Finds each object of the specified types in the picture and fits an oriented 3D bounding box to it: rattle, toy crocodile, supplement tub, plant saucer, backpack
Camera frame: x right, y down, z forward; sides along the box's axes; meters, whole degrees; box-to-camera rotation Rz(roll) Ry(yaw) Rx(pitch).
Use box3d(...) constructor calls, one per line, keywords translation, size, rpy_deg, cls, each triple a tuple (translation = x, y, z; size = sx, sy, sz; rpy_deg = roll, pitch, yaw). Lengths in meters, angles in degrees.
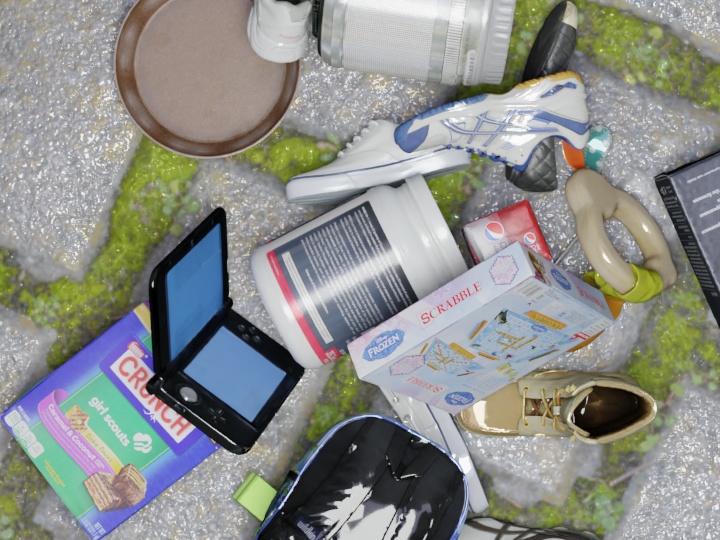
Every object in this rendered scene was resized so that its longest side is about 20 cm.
box3d(translation=(0.232, -0.041, 1.749), size=(0.130, 0.143, 0.201), rpy_deg=(-28, 80, -34), cls="rattle")
box3d(translation=(-0.048, 0.286, 1.760), size=(0.199, 0.062, 0.068), rpy_deg=(34, 78, 4), cls="toy crocodile")
box3d(translation=(0.000, 0.000, 1.710), size=(0.199, 0.140, 0.141), rpy_deg=(-27, 90, 3), cls="supplement tub")
box3d(translation=(-0.160, -0.218, 1.766), size=(0.199, 0.034, 0.202), rpy_deg=(0, 90, 2), cls="plant saucer")
box3d(translation=(0.005, 0.247, 1.663), size=(0.182, 0.147, 0.201), rpy_deg=(32, 85, 3), cls="backpack")

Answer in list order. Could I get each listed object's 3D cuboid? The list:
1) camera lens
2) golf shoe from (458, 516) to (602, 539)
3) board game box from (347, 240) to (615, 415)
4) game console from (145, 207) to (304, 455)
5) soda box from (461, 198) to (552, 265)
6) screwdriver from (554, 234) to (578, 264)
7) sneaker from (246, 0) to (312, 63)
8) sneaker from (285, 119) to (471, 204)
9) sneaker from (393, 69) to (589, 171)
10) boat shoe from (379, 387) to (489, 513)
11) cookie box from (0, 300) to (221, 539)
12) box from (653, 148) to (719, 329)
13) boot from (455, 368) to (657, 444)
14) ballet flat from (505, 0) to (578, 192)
box3d(translation=(0.056, -0.275, 1.693), size=(0.199, 0.160, 0.161), rpy_deg=(9, 91, 2), cls="camera lens")
box3d(translation=(0.158, 0.299, 1.733), size=(0.199, 0.094, 0.078), rpy_deg=(-4, 92, 4), cls="golf shoe")
box3d(translation=(0.120, 0.061, 1.619), size=(0.199, 0.200, 0.041), rpy_deg=(-32, 61, 20), cls="board game box")
box3d(translation=(-0.130, 0.058, 1.673), size=(0.175, 0.200, 0.117), rpy_deg=(36, 118, 1), cls="game console")
box3d(translation=(0.144, -0.028, 1.674), size=(0.070, 0.200, 0.064), rpy_deg=(-23, 90, 3), cls="soda box")
box3d(translation=(0.180, 0.026, 1.760), size=(0.028, 0.029, 0.200), rpy_deg=(39, 93, 1), cls="screwdriver")
box3d(translation=(-0.081, -0.318, 1.705), size=(0.077, 0.099, 0.201), rpy_deg=(-4, 63, -25), cls="sneaker")
box3d(translation=(0.014, -0.119, 1.749), size=(0.199, 0.073, 0.071), rpy_deg=(-14, 81, -7), cls="sneaker")
box3d(translation=(0.134, -0.137, 1.681), size=(0.199, 0.075, 0.089), rpy_deg=(-14, 97, 7), cls="sneaker")
box3d(translation=(0.058, 0.173, 1.744), size=(0.086, 0.075, 0.203), rpy_deg=(-28, 87, 2), cls="boat shoe")
box3d(translation=(-0.243, 0.154, 1.746), size=(0.200, 0.075, 0.171), rpy_deg=(-38, 90, 8), cls="cookie box")
box3d(translation=(0.411, -0.035, 1.712), size=(0.147, 0.104, 0.201), rpy_deg=(-23, 91, 2), cls="box")
box3d(translation=(0.196, 0.140, 1.697), size=(0.198, 0.155, 0.073), rpy_deg=(-1, 91, 2), cls="boot")
box3d(translation=(0.197, -0.181, 1.744), size=(0.056, 0.066, 0.201), rpy_deg=(11, 97, -11), cls="ballet flat")
